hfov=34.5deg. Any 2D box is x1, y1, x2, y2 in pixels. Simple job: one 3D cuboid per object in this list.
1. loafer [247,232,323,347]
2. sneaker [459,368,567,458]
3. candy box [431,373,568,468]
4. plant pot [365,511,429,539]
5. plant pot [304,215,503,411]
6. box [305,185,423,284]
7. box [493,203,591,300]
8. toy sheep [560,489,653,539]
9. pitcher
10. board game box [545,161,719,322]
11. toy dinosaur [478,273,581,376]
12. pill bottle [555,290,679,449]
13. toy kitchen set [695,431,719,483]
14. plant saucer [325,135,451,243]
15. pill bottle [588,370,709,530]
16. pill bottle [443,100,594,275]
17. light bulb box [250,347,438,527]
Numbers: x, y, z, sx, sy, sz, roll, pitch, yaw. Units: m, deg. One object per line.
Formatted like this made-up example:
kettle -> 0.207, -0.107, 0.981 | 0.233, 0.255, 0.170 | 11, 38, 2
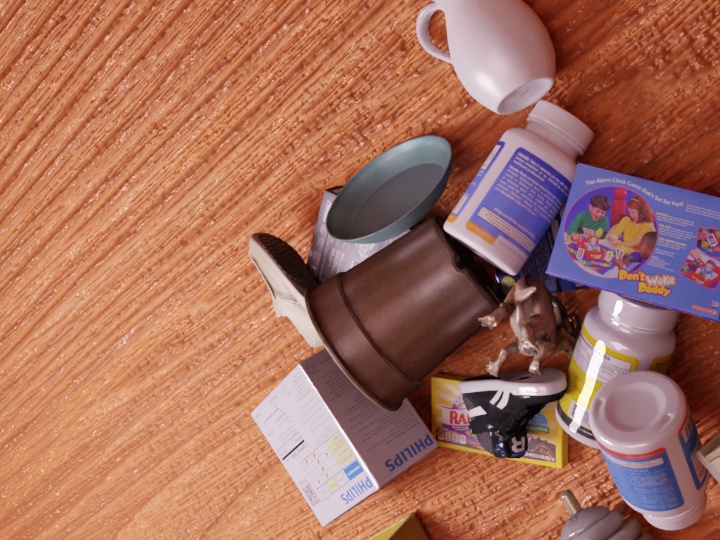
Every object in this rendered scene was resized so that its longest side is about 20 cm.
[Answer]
loafer -> -0.100, 0.031, 1.645 | 0.068, 0.076, 0.200 | -46, 75, 25
sneaker -> 0.209, 0.188, 1.491 | 0.200, 0.073, 0.112 | -11, 94, 63
candy box -> 0.188, 0.205, 1.588 | 0.200, 0.026, 0.102 | 5, 100, 32
plant pot -> 0.031, 0.509, 1.665 | 0.194, 0.195, 0.200 | -39, 86, 33
plant pot -> 0.064, 0.044, 1.503 | 0.198, 0.200, 0.200 | -38, 79, 14
box -> 0.000, 0.000, 1.649 | 0.158, 0.048, 0.200 | 25, 113, 25
box -> 0.261, -0.033, 1.482 | 0.200, 0.032, 0.121 | -10, 95, 32
toy sheep -> 0.317, 0.368, 1.477 | 0.138, 0.138, 0.200 | -45, 76, 32
pitcher -> 0.150, -0.287, 1.460 | 0.200, 0.121, 0.172 | 64, 145, 17
board game box -> 0.328, -0.033, 1.321 | 0.200, 0.045, 0.135 | 17, 90, 17
toy dinosaur -> 0.216, 0.054, 1.434 | 0.086, 0.136, 0.200 | 18, 146, 30
pill bottle -> 0.318, 0.110, 1.419 | 0.114, 0.114, 0.200 | 27, 120, 25
toy kitchen set -> 0.426, 0.123, 1.340 | 0.181, 0.200, 0.163 | 50, 160, 14
plant saucer -> 0.044, -0.099, 1.535 | 0.200, 0.200, 0.036 | -18, 124, 34
pill bottle -> 0.344, 0.218, 1.355 | 0.112, 0.112, 0.200 | 2, 139, 32
pill bottle -> 0.201, -0.104, 1.430 | 0.112, 0.112, 0.200 | 35, 91, 22
light bulb box -> -0.027, 0.225, 1.638 | 0.200, 0.125, 0.198 | 56, 144, 10
